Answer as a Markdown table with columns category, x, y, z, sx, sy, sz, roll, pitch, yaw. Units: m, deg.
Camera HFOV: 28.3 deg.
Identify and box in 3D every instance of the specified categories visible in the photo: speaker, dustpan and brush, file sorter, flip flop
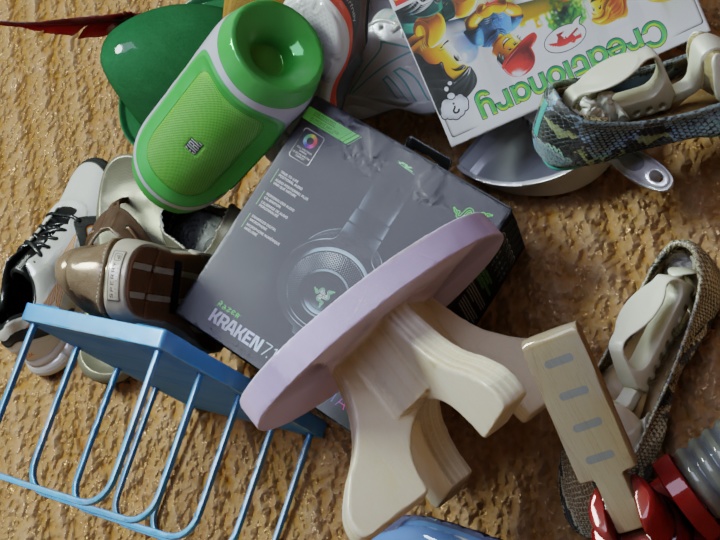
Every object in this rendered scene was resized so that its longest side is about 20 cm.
| category | x | y | z | sx | sy | sz | roll | pitch | yaw |
| --- | --- | --- | --- | --- | --- | --- | --- | --- | --- |
| speaker | -0.102 | -0.116 | 1.059 | 0.200 | 0.087 | 0.090 | -39 | 41 | 53 |
| dustpan and brush | 0.159 | -0.095 | 1.022 | 0.140 | 0.057 | 0.200 | -50 | 49 | 0 |
| file sorter | -0.146 | 0.123 | 1.018 | 0.137 | 0.200 | 0.124 | 8 | 72 | 36 |
| flip flop | -0.203 | -0.006 | 1.202 | 0.080 | 0.058 | 0.203 | 3 | 70 | 17 |

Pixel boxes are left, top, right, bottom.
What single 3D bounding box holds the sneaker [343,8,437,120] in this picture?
| category | x | y | z | sx | sy | sz | roll | pitch | yaw |
| --- | --- | --- | --- | --- | --- | --- | --- | --- | --- |
| sneaker | 0.042 | -0.163 | 1.101 | 0.198 | 0.081 | 0.070 | -1 | 20 | 40 |

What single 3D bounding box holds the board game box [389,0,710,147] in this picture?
| category | x | y | z | sx | sy | sz | roll | pitch | yaw |
| --- | --- | --- | --- | --- | --- | --- | --- | --- | --- |
| board game box | 0.129 | -0.186 | 1.004 | 0.198 | 0.035 | 0.128 | -24 | 97 | 12 |

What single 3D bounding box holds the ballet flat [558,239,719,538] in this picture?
| category | x | y | z | sx | sy | sz | roll | pitch | yaw |
| --- | --- | --- | --- | --- | --- | --- | --- | --- | --- |
| ballet flat | 0.171 | 0.068 | 0.914 | 0.067 | 0.075 | 0.202 | 20 | 78 | 34 |

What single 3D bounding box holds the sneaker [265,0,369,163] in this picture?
| category | x | y | z | sx | sy | sz | roll | pitch | yaw |
| --- | --- | --- | --- | --- | --- | --- | --- | --- | --- |
| sneaker | -0.028 | -0.150 | 1.097 | 0.077 | 0.201 | 0.082 | 40 | 55 | 8 |

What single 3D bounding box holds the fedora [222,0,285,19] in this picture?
| category | x | y | z | sx | sy | sz | roll | pitch | yaw |
| --- | --- | --- | --- | --- | --- | --- | --- | --- | --- |
| fedora | -0.067 | -0.246 | 1.183 | 0.200 | 0.081 | 0.204 | -164 | 90 | -76 |

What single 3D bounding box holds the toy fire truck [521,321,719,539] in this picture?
| category | x | y | z | sx | sy | sz | roll | pitch | yaw |
| --- | --- | --- | --- | --- | --- | --- | --- | --- | --- |
| toy fire truck | 0.191 | 0.098 | 0.802 | 0.175 | 0.200 | 0.129 | -37 | 51 | 11 |

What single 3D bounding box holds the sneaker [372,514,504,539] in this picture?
| category | x | y | z | sx | sy | sz | roll | pitch | yaw |
| --- | --- | --- | --- | --- | --- | --- | --- | --- | --- |
| sneaker | 0.077 | 0.210 | 0.903 | 0.198 | 0.074 | 0.083 | 13 | 78 | 41 |

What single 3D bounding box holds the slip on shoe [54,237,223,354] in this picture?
| category | x | y | z | sx | sy | sz | roll | pitch | yaw |
| --- | --- | --- | --- | --- | --- | --- | --- | --- | --- |
| slip on shoe | -0.152 | 0.019 | 1.042 | 0.060 | 0.200 | 0.077 | 4 | 85 | 18 |

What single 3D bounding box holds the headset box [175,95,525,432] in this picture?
| category | x | y | z | sx | sy | sz | roll | pitch | yaw |
| --- | --- | --- | --- | --- | --- | --- | --- | --- | --- |
| headset box | 0.000 | 0.000 | 1.022 | 0.173 | 0.093 | 0.201 | 32 | 84 | 19 |

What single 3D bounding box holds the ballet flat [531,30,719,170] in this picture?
| category | x | y | z | sx | sy | sz | roll | pitch | yaw |
| --- | --- | --- | --- | --- | --- | --- | --- | --- | --- |
| ballet flat | 0.209 | -0.121 | 0.947 | 0.197 | 0.075 | 0.075 | -19 | 51 | -9 |

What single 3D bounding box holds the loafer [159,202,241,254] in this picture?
| category | x | y | z | sx | sy | sz | roll | pitch | yaw |
| --- | --- | --- | --- | --- | --- | --- | --- | --- | --- |
| loafer | -0.094 | -0.007 | 1.137 | 0.198 | 0.070 | 0.076 | 19 | 76 | 39 |

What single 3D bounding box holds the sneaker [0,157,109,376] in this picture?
| category | x | y | z | sx | sy | sz | roll | pitch | yaw |
| --- | --- | --- | --- | --- | --- | --- | --- | --- | --- |
| sneaker | -0.262 | -0.014 | 1.250 | 0.073 | 0.080 | 0.203 | -2 | 63 | 35 |

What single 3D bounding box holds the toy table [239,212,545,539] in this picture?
| category | x | y | z | sx | sy | sz | roll | pitch | yaw |
| --- | --- | --- | --- | --- | --- | --- | --- | --- | --- |
| toy table | 0.038 | 0.066 | 0.869 | 0.199 | 0.184 | 0.117 | -37 | 75 | -12 |

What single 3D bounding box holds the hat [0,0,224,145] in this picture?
| category | x | y | z | sx | sy | sz | roll | pitch | yaw |
| --- | --- | --- | --- | --- | --- | --- | --- | --- | --- |
| hat | -0.202 | -0.209 | 1.249 | 0.200 | 0.176 | 0.166 | -42 | 50 | 7 |

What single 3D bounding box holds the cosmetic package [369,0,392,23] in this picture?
| category | x | y | z | sx | sy | sz | roll | pitch | yaw |
| --- | --- | --- | --- | --- | --- | --- | --- | --- | --- |
| cosmetic package | 0.056 | -0.293 | 1.206 | 0.149 | 0.052 | 0.202 | -23 | 55 | 21 |
